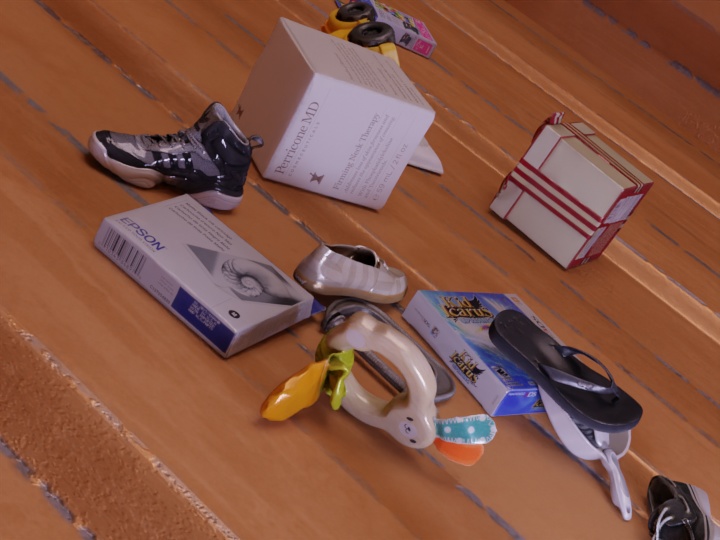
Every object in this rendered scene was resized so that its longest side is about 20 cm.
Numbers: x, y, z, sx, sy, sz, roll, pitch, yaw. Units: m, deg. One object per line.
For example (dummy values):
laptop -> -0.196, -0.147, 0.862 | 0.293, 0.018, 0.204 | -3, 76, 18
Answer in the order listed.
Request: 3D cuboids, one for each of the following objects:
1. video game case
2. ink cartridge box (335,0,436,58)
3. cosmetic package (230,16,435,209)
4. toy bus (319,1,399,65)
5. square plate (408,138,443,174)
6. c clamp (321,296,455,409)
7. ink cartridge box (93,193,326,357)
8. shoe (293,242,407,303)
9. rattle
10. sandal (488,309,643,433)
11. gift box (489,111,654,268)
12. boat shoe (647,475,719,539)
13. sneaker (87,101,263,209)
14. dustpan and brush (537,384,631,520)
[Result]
video game case -> 0.175, 0.097, 1.597 | 0.199, 0.046, 0.181 | 3, 35, -47
ink cartridge box -> 0.050, -0.499, 2.625 | 0.199, 0.042, 0.120 | 18, 26, -23
cosmetic package -> -0.041, -0.213, 1.795 | 0.199, 0.168, 0.167 | 13, 30, -33
toy bus -> -0.047, -0.312, 2.017 | 0.191, 0.136, 0.200 | -16, 38, -12
square plate -> 0.025, -0.238, 2.096 | 0.197, 0.029, 0.200 | 15, 28, -33
c clamp -> 0.028, 0.095, 1.450 | 0.200, 0.027, 0.170 | 44, 27, 27
ink cartridge box -> -0.150, -0.006, 1.404 | 0.199, 0.041, 0.200 | 38, 28, 16
shoe -> 0.000, 0.000, 1.542 | 0.070, 0.054, 0.199 | 31, 14, 31
rattle -> 0.024, 0.149, 1.271 | 0.200, 0.130, 0.143 | 49, 29, -4
sandal -> 0.232, 0.112, 1.475 | 0.200, 0.043, 0.076 | 36, 42, 7
gift box -> 0.322, -0.133, 2.048 | 0.187, 0.185, 0.200 | 42, 20, 19
boat shoe -> 0.343, 0.284, 1.417 | 0.070, 0.073, 0.200 | 21, 14, 0
sneaker -> -0.212, -0.152, 1.540 | 0.199, 0.114, 0.076 | 18, 26, -26
dustpan and brush -> 0.272, 0.193, 1.499 | 0.139, 0.057, 0.201 | 18, 56, -38
